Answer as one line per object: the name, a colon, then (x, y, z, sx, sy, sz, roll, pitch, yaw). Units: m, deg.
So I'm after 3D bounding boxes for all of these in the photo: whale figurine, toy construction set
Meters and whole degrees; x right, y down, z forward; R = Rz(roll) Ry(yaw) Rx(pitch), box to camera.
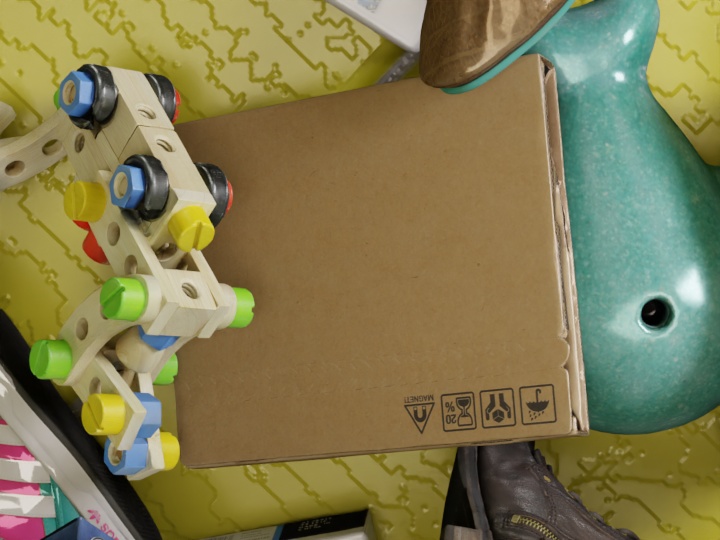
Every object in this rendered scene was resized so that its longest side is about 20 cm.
whale figurine: (0.116, -0.024, 0.755, 0.158, 0.104, 0.202, -11, 99, 1)
toy construction set: (-0.123, -0.016, 0.770, 0.200, 0.092, 0.131, 49, 122, 22)

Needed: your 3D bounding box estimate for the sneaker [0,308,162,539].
sneaker: (-0.197, 0.096, 0.821, 0.120, 0.084, 0.201, -34, 99, 1)

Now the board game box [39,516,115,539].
board game box: (-0.160, 0.204, 0.810, 0.199, 0.035, 0.135, -31, 128, 23)

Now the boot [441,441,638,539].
boot: (0.120, 0.135, 0.737, 0.173, 0.200, 0.070, 10, 118, 4)

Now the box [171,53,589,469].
box: (0.000, 0.000, 0.756, 0.199, 0.021, 0.165, -8, 83, 28)

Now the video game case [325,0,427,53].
video game case: (-0.012, -0.227, 0.763, 0.199, 0.023, 0.183, 31, 103, -3)

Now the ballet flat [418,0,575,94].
ballet flat: (0.087, -0.164, 0.718, 0.200, 0.068, 0.072, -41, 125, -9)

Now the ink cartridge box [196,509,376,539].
ink cartridge box: (-0.022, 0.227, 0.857, 0.099, 0.039, 0.202, -10, 100, 6)
